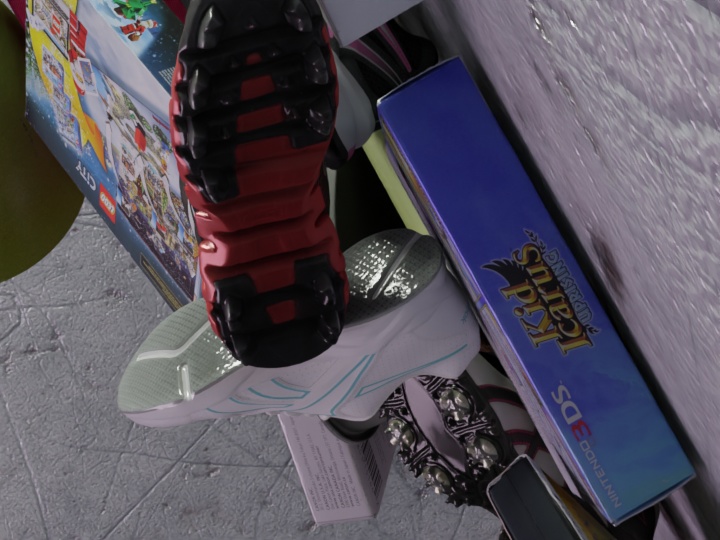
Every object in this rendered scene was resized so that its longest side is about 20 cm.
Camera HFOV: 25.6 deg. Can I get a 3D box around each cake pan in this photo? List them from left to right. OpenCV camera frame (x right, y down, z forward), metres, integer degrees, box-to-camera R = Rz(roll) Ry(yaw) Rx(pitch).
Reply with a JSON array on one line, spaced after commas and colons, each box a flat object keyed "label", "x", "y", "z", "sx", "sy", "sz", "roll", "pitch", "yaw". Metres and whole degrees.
[{"label": "cake pan", "x": 0.000, "y": 0.000, "z": 0.939, "sx": 0.200, "sy": 0.036, "sz": 0.203, "roll": -9, "pitch": -90, "yaw": -71}]

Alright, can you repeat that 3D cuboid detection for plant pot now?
[{"label": "plant pot", "x": -0.269, "y": -0.108, "z": 1.006, "sx": 0.188, "sy": 0.186, "sz": 0.200, "roll": 61, "pitch": 164, "yaw": 15}]

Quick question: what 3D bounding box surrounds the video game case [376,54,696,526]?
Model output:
[{"label": "video game case", "x": 0.076, "y": 0.012, "z": 0.736, "sx": 0.201, "sy": 0.045, "sz": 0.181, "roll": 61, "pitch": -179, "yaw": 4}]

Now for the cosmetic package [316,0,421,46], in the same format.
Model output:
[{"label": "cosmetic package", "x": -0.049, "y": -0.210, "z": 0.648, "sx": 0.201, "sy": 0.051, "sz": 0.151, "roll": 61, "pitch": 179, "yaw": 38}]

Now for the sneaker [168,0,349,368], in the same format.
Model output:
[{"label": "sneaker", "x": -0.047, "y": -0.056, "z": 0.685, "sx": 0.098, "sy": 0.070, "sz": 0.202, "roll": -109, "pitch": 11, "yaw": -47}]

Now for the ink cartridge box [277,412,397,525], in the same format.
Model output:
[{"label": "ink cartridge box", "x": -0.018, "y": 0.027, "z": 0.998, "sx": 0.177, "sy": 0.044, "sz": 0.202, "roll": -66, "pitch": -37, "yaw": -61}]

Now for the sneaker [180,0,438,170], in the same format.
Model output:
[{"label": "sneaker", "x": -0.035, "y": -0.147, "z": 0.780, "sx": 0.201, "sy": 0.086, "sz": 0.080, "roll": 58, "pitch": 156, "yaw": 8}]

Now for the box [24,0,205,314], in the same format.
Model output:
[{"label": "box", "x": -0.117, "y": -0.077, "z": 0.848, "sx": 0.200, "sy": 0.037, "sz": 0.137, "roll": 49, "pitch": 146, "yaw": 29}]

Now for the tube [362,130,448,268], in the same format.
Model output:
[{"label": "tube", "x": 0.033, "y": -0.063, "z": 0.897, "sx": 0.201, "sy": 0.052, "sz": 0.058, "roll": 62, "pitch": 176, "yaw": 26}]

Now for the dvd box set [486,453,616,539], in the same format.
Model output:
[{"label": "dvd box set", "x": 0.147, "y": 0.181, "z": 0.716, "sx": 0.200, "sy": 0.029, "sz": 0.146, "roll": 44, "pitch": -173, "yaw": -22}]

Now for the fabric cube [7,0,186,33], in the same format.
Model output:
[{"label": "fabric cube", "x": -0.114, "y": -0.182, "z": 1.040, "sx": 0.201, "sy": 0.199, "sz": 0.196, "roll": 63, "pitch": 180, "yaw": -21}]

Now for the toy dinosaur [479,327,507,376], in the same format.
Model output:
[{"label": "toy dinosaur", "x": 0.076, "y": 0.050, "z": 0.953, "sx": 0.200, "sy": 0.103, "sz": 0.136, "roll": 40, "pitch": -168, "yaw": 15}]

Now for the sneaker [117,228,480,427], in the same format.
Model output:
[{"label": "sneaker", "x": -0.032, "y": 0.049, "z": 0.788, "sx": 0.080, "sy": 0.199, "sz": 0.071, "roll": 51, "pitch": -147, "yaw": -37}]

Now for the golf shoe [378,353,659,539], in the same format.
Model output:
[{"label": "golf shoe", "x": 0.082, "y": 0.094, "z": 0.858, "sx": 0.201, "sy": 0.088, "sz": 0.077, "roll": 52, "pitch": 139, "yaw": -5}]
